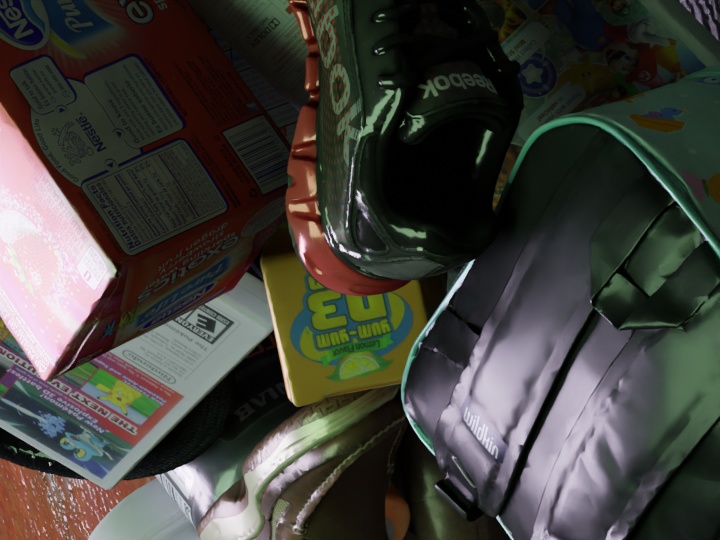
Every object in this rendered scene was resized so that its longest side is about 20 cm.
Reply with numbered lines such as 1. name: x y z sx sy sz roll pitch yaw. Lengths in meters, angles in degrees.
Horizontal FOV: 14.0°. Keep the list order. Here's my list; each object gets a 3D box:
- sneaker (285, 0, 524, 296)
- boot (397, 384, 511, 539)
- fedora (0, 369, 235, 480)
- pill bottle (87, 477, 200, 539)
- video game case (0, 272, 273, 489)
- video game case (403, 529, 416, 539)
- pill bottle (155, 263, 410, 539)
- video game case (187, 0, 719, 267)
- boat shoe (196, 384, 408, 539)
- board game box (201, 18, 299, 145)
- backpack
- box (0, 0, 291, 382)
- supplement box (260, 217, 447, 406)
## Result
1. sneaker: 0.014 -0.088 1.048 0.098 0.071 0.201 7 103 58
2. boot: 0.062 0.141 1.276 0.200 0.072 0.167 81 178 -49
3. fedora: -0.137 0.012 1.377 0.200 0.092 0.201 16 142 13
4. pill bottle: -0.052 0.200 1.474 0.200 0.114 0.114 48 145 31
5. video game case: -0.155 0.005 1.283 0.200 0.023 0.182 32 142 -11
6. video game case: -0.026 0.172 1.551 0.200 0.022 0.182 36 138 43
7. pill bottle: -0.059 0.070 1.448 0.200 0.106 0.106 49 146 30
8. video game case: 0.034 -0.094 1.125 0.200 0.018 0.143 44 122 -7
9. boat shoe: -0.010 0.102 1.281 0.075 0.075 0.202 53 158 7
10. board game box: -0.052 -0.152 1.229 0.097 0.159 0.200 31 134 48
11. backpack: 0.123 0.029 1.062 0.176 0.153 0.200 56 151 30
12. box: -0.124 -0.073 1.137 0.200 0.100 0.095 54 144 12
13. supplement box: 0.000 0.000 1.241 0.200 0.066 0.069 -88 -14 -77
